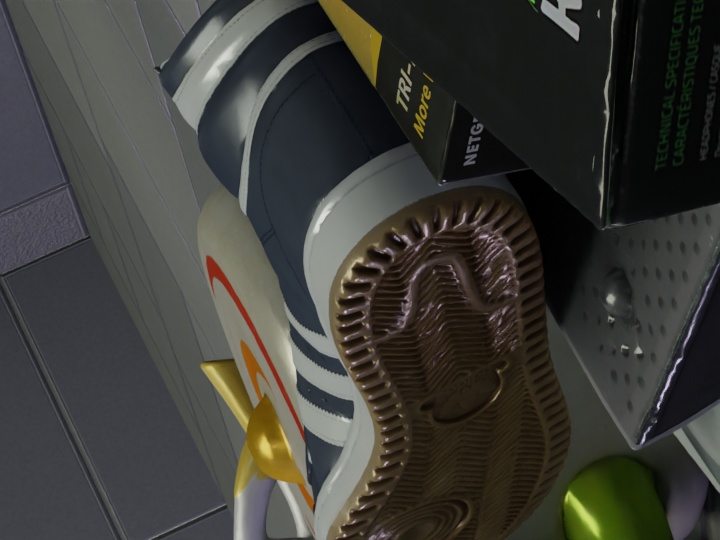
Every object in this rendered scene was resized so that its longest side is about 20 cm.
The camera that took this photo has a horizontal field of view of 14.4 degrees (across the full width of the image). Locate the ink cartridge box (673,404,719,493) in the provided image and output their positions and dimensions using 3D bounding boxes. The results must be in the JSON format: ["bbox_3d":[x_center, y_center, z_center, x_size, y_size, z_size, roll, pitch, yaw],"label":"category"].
[{"bbox_3d":[0.126,0.051,0.748,0.200,0.040,0.200,-124,13,-50],"label":"ink cartridge box"}]

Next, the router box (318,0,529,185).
[{"bbox_3d":[0.022,-0.145,0.610,0.201,0.052,0.157,100,150,-41],"label":"router box"}]

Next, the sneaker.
[{"bbox_3d":[0.000,0.000,0.735,0.109,0.070,0.200,60,166,29],"label":"sneaker"}]

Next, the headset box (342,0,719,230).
[{"bbox_3d":[0.028,-0.134,0.423,0.200,0.092,0.175,46,141,47],"label":"headset box"}]

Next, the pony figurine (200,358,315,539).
[{"bbox_3d":[0.027,0.131,1.206,0.167,0.192,0.201,176,89,-78],"label":"pony figurine"}]

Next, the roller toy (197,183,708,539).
[{"bbox_3d":[0.025,0.035,1.001,0.200,0.139,0.183,-147,35,-76],"label":"roller toy"}]

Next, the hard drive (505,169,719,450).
[{"bbox_3d":[0.057,-0.073,0.687,0.135,0.042,0.200,106,148,-46],"label":"hard drive"}]
